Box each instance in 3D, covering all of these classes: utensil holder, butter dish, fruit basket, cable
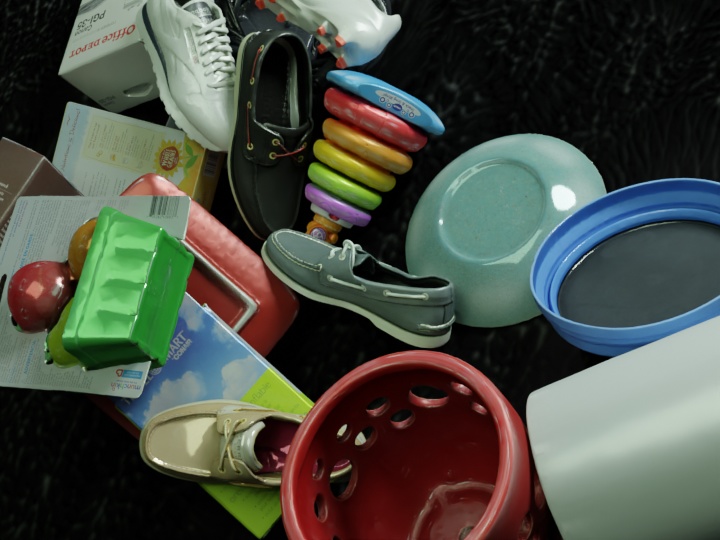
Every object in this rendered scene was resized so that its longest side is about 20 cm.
[{"bbox_3d":[0.246,0.132,1.263,0.198,0.170,0.171,-21,55,16],"label":"utensil holder"},{"bbox_3d":[-0.190,0.039,1.567,0.199,0.148,0.200,41,86,-7],"label":"butter dish"},{"bbox_3d":[-0.246,0.021,1.450,0.198,0.094,0.187,-2,64,33],"label":"fruit basket"},{"bbox_3d":[-0.065,-0.259,1.674,0.163,0.051,0.200,-42,59,-7],"label":"cable"}]

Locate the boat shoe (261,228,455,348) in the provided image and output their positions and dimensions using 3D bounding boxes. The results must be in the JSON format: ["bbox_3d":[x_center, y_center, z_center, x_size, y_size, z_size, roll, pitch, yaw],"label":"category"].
[{"bbox_3d":[0.000,0.000,1.502,0.199,0.062,0.073,27,35,21],"label":"boat shoe"}]

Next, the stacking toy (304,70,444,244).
[{"bbox_3d":[-0.014,-0.084,1.572,0.202,0.115,0.110,-63,13,5],"label":"stacking toy"}]

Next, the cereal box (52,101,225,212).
[{"bbox_3d":[-0.237,-0.083,1.691,0.199,0.039,0.145,17,93,34],"label":"cereal box"}]

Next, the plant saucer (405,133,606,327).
[{"bbox_3d":[0.126,-0.047,1.510,0.199,0.039,0.203,-13,57,21],"label":"plant saucer"}]

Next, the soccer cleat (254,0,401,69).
[{"bbox_3d":[-0.045,-0.272,1.622,0.077,0.070,0.200,-36,63,-24],"label":"soccer cleat"}]

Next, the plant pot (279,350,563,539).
[{"bbox_3d":[0.059,0.189,1.316,0.198,0.183,0.202,-12,58,20],"label":"plant pot"}]

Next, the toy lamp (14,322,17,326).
[{"bbox_3d":[-0.391,-0.009,1.746,0.058,0.058,0.200,-41,55,0],"label":"toy lamp"}]

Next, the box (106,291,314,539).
[{"bbox_3d":[-0.122,0.126,1.469,0.200,0.048,0.122,42,84,3],"label":"box"}]

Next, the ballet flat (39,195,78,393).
[{"bbox_3d":[-0.300,0.030,1.621,0.070,0.067,0.202,-19,93,26],"label":"ballet flat"}]

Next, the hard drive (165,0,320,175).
[{"bbox_3d":[-0.119,-0.188,1.716,0.134,0.042,0.202,11,68,31],"label":"hard drive"}]

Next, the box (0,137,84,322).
[{"bbox_3d":[-0.365,-0.019,1.644,0.075,0.100,0.201,26,75,33],"label":"box"}]

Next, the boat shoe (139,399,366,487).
[{"bbox_3d":[-0.091,0.147,1.410,0.197,0.069,0.075,1,85,-2],"label":"boat shoe"}]

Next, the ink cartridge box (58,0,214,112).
[{"bbox_3d":[-0.228,-0.288,1.780,0.146,0.083,0.202,-14,54,42],"label":"ink cartridge box"}]

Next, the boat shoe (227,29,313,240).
[{"bbox_3d":[-0.083,-0.129,1.585,0.063,0.073,0.204,8,99,60],"label":"boat shoe"}]

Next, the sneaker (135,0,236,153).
[{"bbox_3d":[-0.157,-0.207,1.629,0.080,0.076,0.201,-44,67,39],"label":"sneaker"}]

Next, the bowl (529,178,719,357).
[{"bbox_3d":[0.241,-0.002,1.381,0.199,0.040,0.201,-16,33,11],"label":"bowl"}]
